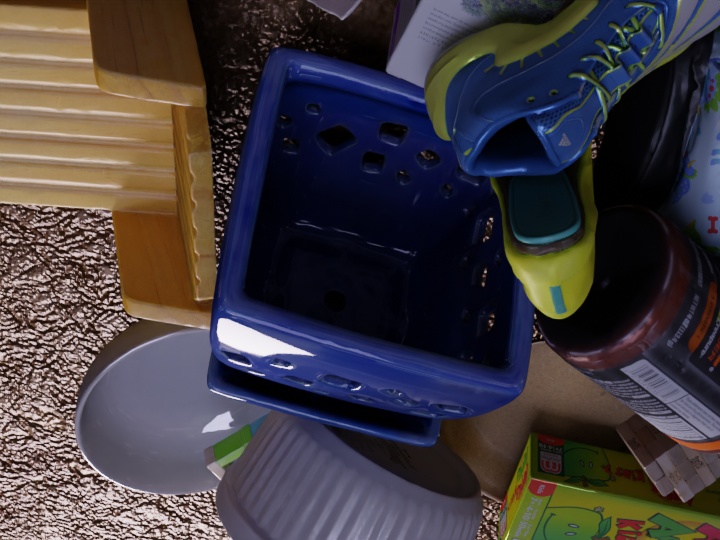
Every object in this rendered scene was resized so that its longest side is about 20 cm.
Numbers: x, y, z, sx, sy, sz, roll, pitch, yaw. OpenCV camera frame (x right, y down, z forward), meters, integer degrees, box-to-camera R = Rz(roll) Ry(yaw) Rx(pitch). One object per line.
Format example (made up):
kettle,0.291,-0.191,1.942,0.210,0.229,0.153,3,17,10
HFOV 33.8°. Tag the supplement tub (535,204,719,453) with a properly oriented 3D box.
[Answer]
supplement tub,0.208,0.049,0.759,0.106,0.108,0.199,-32,131,31

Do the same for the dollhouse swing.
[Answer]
dollhouse swing,-0.196,-0.078,0.812,0.173,0.183,0.202,-6,132,-12

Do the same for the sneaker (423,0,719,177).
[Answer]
sneaker,0.133,-0.107,0.666,0.198,0.106,0.076,-25,134,18

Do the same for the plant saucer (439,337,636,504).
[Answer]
plant saucer,0.162,0.118,0.947,0.197,0.036,0.202,5,130,5

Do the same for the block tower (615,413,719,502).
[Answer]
block tower,0.288,0.087,0.872,0.199,0.058,0.054,-36,120,5

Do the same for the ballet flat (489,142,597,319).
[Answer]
ballet flat,0.112,-0.046,0.713,0.066,0.201,0.068,-12,124,15

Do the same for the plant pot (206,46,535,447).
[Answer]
plant pot,0.000,0.000,0.803,0.197,0.203,0.180,14,152,-9

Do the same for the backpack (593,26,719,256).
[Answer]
backpack,0.269,-0.076,0.756,0.197,0.155,0.165,7,125,-13

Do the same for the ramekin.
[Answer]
ramekin,0.000,0.171,0.896,0.198,0.200,0.106,27,100,-13

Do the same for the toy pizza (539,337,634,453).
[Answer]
toy pizza,0.238,0.075,0.945,0.197,0.032,0.202,4,130,5

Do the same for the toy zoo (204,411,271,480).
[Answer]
toy zoo,-0.017,0.146,1.014,0.198,0.021,0.132,-30,132,9

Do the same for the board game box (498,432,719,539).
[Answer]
board game box,0.219,0.200,0.953,0.197,0.048,0.103,12,130,-2

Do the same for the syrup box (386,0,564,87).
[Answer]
syrup box,0.090,-0.199,0.708,0.078,0.082,0.201,21,131,-11

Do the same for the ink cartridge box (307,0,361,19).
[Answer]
ink cartridge box,0.017,-0.235,0.614,0.067,0.117,0.201,33,97,-20

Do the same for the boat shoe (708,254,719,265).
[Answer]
boat shoe,0.278,-0.012,0.842,0.197,0.073,0.063,4,134,12

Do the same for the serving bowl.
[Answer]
serving bowl,-0.141,0.098,0.989,0.197,0.066,0.202,-11,135,-11
